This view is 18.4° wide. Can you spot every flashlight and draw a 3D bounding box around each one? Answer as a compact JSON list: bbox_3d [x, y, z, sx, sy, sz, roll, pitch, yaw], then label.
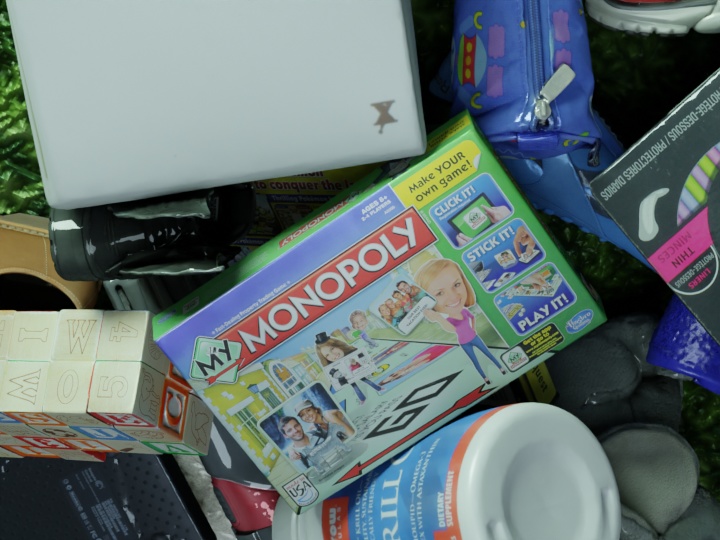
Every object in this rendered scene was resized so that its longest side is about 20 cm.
[{"bbox_3d":[-0.076,0.079,1.319,0.068,0.068,0.201,-17,103,26],"label":"flashlight"}]

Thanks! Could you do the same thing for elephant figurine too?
[{"bbox_3d":[0.157,0.134,1.280,0.154,0.201,0.142,-21,144,14],"label":"elephant figurine"}]

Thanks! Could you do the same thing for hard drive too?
[{"bbox_3d":[-0.191,0.158,1.361,0.199,0.042,0.136,-26,98,21],"label":"hard drive"}]

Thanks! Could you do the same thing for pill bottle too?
[{"bbox_3d":[0.039,0.140,1.232,0.112,0.113,0.199,44,146,-21],"label":"pill bottle"}]

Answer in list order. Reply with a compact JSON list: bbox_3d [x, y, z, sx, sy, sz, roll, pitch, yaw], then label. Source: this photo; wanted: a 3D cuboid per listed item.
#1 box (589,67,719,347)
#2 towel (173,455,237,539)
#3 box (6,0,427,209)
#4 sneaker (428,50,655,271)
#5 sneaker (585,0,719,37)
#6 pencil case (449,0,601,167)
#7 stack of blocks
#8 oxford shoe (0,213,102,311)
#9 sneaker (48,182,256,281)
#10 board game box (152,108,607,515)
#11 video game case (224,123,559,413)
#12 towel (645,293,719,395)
[{"bbox_3d":[0.232,-0.008,1.158,0.122,0.106,0.200,-42,82,14],"label":"box"},{"bbox_3d":[-0.079,0.170,1.402,0.199,0.035,0.133,28,115,-15],"label":"towel"},{"bbox_3d":[-0.077,-0.163,1.143,0.197,0.172,0.201,-8,118,3],"label":"box"},{"bbox_3d":[0.119,-0.056,1.265,0.078,0.066,0.200,-39,109,14],"label":"sneaker"},{"bbox_3d":[0.217,-0.175,1.201,0.198,0.077,0.086,-5,113,1],"label":"sneaker"},{"bbox_3d":[0.085,-0.154,1.162,0.077,0.087,0.202,-2,93,-12],"label":"pencil case"},{"bbox_3d":[-0.180,0.066,1.257,0.199,0.059,0.115,0,162,26],"label":"stack of blocks"},{"bbox_3d":[-0.249,-0.001,1.286,0.198,0.071,0.072,5,120,-2],"label":"oxford shoe"},{"bbox_3d":[-0.099,-0.026,1.198,0.103,0.200,0.060,-7,97,14],"label":"sneaker"},{"bbox_3d":[0.010,0.025,1.162,0.199,0.029,0.135,-33,115,10],"label":"board game box"},{"bbox_3d":[0.000,0.000,1.252,0.199,0.026,0.182,3,128,42],"label":"video game case"},{"bbox_3d":[0.260,-0.015,1.257,0.147,0.050,0.201,16,101,-30],"label":"towel"}]
